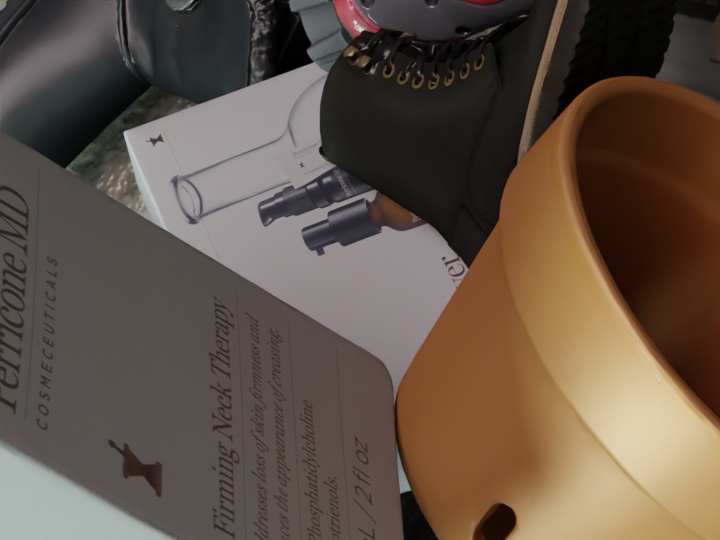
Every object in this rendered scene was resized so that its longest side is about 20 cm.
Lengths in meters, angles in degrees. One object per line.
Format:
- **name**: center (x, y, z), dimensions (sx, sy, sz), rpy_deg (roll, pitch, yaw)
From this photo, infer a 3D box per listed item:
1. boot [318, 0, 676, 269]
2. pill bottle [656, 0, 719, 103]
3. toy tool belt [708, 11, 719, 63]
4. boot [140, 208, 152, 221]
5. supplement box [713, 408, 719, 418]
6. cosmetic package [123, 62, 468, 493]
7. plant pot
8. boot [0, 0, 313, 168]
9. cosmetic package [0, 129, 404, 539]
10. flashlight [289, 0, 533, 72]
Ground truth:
- **boot**: center (0.043, -0.085, 1.105), dimensions (0.138, 0.077, 0.200), rpy_deg (35, 133, 26)
- **pill bottle**: center (0.120, -0.125, 1.212), dimensions (0.113, 0.114, 0.201), rpy_deg (-10, 67, 29)
- **toy tool belt**: center (0.208, -0.109, 1.122), dimensions (0.125, 0.199, 0.123), rpy_deg (175, 108, -79)
- **boot**: center (-0.018, 0.003, 1.288), dimensions (0.090, 0.073, 0.200), rpy_deg (-43, 49, -15)
- **supplement box**: center (0.195, 0.148, 1.083), dimensions (0.126, 0.073, 0.201), rpy_deg (-16, 62, 27)
- **cosmetic package**: center (0.000, 0.000, 1.200), dimensions (0.150, 0.052, 0.200), rpy_deg (-22, 58, -6)
- **plant pot**: center (0.108, 0.049, 1.029), dimensions (0.140, 0.200, 0.200), rpy_deg (-44, 53, 32)
- **boot**: center (-0.104, -0.099, 1.364), dimensions (0.168, 0.076, 0.200), rpy_deg (23, 79, 40)
- **cosmetic package**: center (-0.109, 0.090, 0.981), dimensions (0.166, 0.200, 0.168), rpy_deg (-44, 29, 26)
- **flashlight**: center (0.053, -0.132, 1.143), dimensions (0.200, 0.068, 0.068), rpy_deg (-18, 91, 51)
